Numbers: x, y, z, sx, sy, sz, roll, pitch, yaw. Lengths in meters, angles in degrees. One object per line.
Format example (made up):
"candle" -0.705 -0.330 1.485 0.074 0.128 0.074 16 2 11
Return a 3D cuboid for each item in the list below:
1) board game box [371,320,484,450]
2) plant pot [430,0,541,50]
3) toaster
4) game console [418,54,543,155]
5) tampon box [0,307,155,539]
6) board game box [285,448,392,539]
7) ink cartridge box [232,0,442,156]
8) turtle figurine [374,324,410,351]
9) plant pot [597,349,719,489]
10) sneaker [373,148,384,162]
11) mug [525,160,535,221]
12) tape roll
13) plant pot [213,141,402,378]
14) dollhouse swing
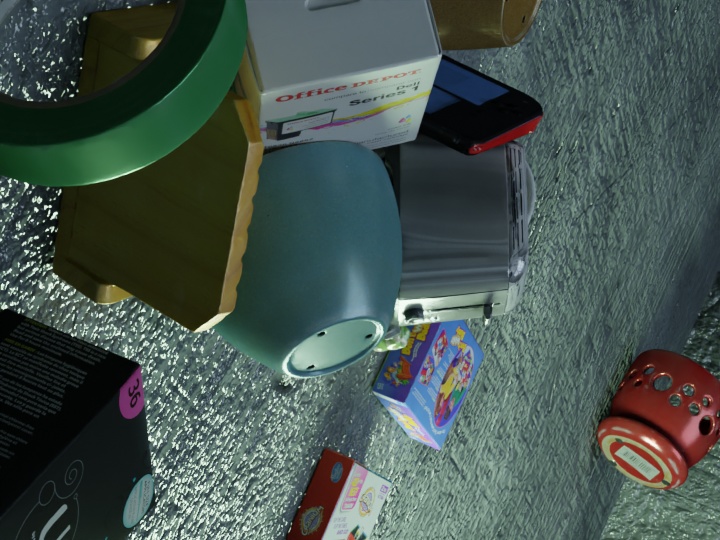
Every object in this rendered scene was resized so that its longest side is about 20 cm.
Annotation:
"board game box" 0.083 0.121 2.096 0.135 0.045 0.200 -64 158 -14
"plant pot" 0.051 -0.263 1.481 0.186 0.199 0.187 -47 148 -42
"toaster" 0.083 -0.045 1.579 0.114 0.128 0.201 92 -1 -64
"game console" 0.053 -0.165 1.570 0.177 0.199 0.031 -23 137 -61
"tampon box" -0.252 0.157 1.232 0.200 0.126 0.150 -50 152 -40
"board game box" -0.039 0.312 1.981 0.201 0.040 0.153 -66 158 -8
"ink cartridge box" -0.023 -0.156 1.379 0.200 0.144 0.084 106 -30 -75
"turtle figurine" 0.000 0.000 1.661 0.194 0.143 0.200 -51 155 -28
"plant pot" 0.528 0.267 3.065 0.183 0.200 0.201 -52 153 -27
"sneaker" 0.048 -0.150 1.761 0.200 0.069 0.100 -17 132 -58
"mug" 0.097 -0.051 1.906 0.153 0.185 0.150 77 6 -68
"tape roll" -0.170 -0.147 1.061 0.201 0.200 0.048 -61 156 -20
"plant pot" -0.046 0.008 1.445 0.199 0.135 0.200 -19 154 -10
"dollhouse swing" -0.117 -0.073 1.286 0.182 0.175 0.201 -24 130 -60
